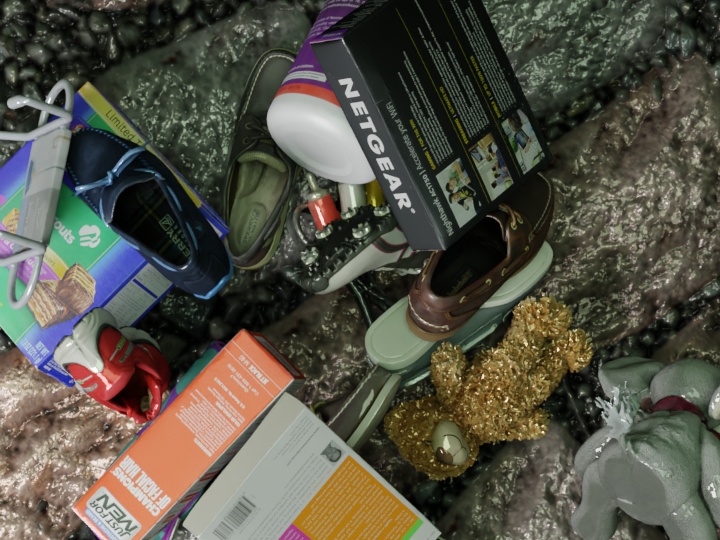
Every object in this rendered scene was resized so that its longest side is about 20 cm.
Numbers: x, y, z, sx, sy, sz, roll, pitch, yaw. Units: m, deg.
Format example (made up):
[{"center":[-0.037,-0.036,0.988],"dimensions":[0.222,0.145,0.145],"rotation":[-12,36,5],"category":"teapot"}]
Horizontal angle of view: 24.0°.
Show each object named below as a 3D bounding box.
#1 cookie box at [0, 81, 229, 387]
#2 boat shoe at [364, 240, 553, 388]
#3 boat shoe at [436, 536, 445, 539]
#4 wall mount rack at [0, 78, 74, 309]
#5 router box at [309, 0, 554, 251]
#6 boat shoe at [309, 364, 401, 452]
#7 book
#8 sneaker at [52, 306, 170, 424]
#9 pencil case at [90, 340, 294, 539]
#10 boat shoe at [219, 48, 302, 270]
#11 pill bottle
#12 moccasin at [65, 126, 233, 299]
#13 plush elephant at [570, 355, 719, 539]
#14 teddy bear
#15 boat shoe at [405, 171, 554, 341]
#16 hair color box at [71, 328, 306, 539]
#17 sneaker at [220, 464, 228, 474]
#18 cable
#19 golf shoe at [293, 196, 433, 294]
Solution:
[{"center":[-0.245,-0.032,1.477],"dimensions":[0.200,0.075,0.171],"rotation":[-45,67,-1],"category":"cookie box"},{"center":[0.088,0.036,1.500],"dimensions":[0.199,0.062,0.073],"rotation":[-34,56,-20],"category":"boat shoe"},{"center":[0.061,0.270,1.496],"dimensions":[0.199,0.064,0.071],"rotation":[34,89,1],"category":"boat shoe"},{"center":[-0.308,-0.070,1.430],"dimensions":[0.074,0.173,0.202],"rotation":[17,74,-31],"category":"wall mount rack"},{"center":[0.063,-0.140,1.407],"dimensions":[0.149,0.051,0.201],"rotation":[-38,111,-30],"category":"router box"},{"center":[-0.035,0.153,1.472],"dimensions":[0.059,0.072,0.201],"rotation":[39,119,10],"category":"boat shoe"},{"center":[-0.038,0.209,1.383],"dimensions":[0.134,0.048,0.200],"rotation":[-50,130,-8],"category":"book"},{"center":[-0.199,0.097,1.433],"dimensions":[0.077,0.200,0.085],"rotation":[-44,75,0],"category":"sneaker"},{"center":[-0.153,0.161,1.491],"dimensions":[0.092,0.085,0.201],"rotation":[38,90,17],"category":"pencil case"},{"center":[-0.082,-0.099,1.505],"dimensions":[0.072,0.065,0.202],"rotation":[9,91,-2],"category":"boat shoe"},{"center":[0.006,-0.183,1.468],"dimensions":[0.112,0.113,0.201],"rotation":[26,70,1],"category":"pill bottle"},{"center":[-0.178,-0.061,1.387],"dimensions":[0.200,0.068,0.081],"rotation":[37,88,27],"category":"moccasin"},{"center":[0.274,0.146,1.465],"dimensions":[0.155,0.164,0.202],"rotation":[-38,127,-35],"category":"plush elephant"},{"center":[0.118,0.107,1.476],"dimensions":[0.199,0.146,0.067],"rotation":[-28,46,-10],"category":"teddy bear"},{"center":[0.111,-0.023,1.459],"dimensions":[0.070,0.071,0.200],"rotation":[31,58,12],"category":"boat shoe"},{"center":[-0.138,0.140,1.394],"dimensions":[0.064,0.111,0.200],"rotation":[43,89,5],"category":"hair color box"},{"center":[-0.105,0.240,1.473],"dimensions":[0.085,0.074,0.201],"rotation":[45,127,23],"category":"sneaker"},{"center":[0.000,0.000,1.504],"dimensions":[0.096,0.050,0.202],"rotation":[-17,86,-20],"category":"cable"},{"center":[0.028,-0.025,1.461],"dimensions":[0.200,0.077,0.089],"rotation":[-39,115,-32],"category":"golf shoe"}]
